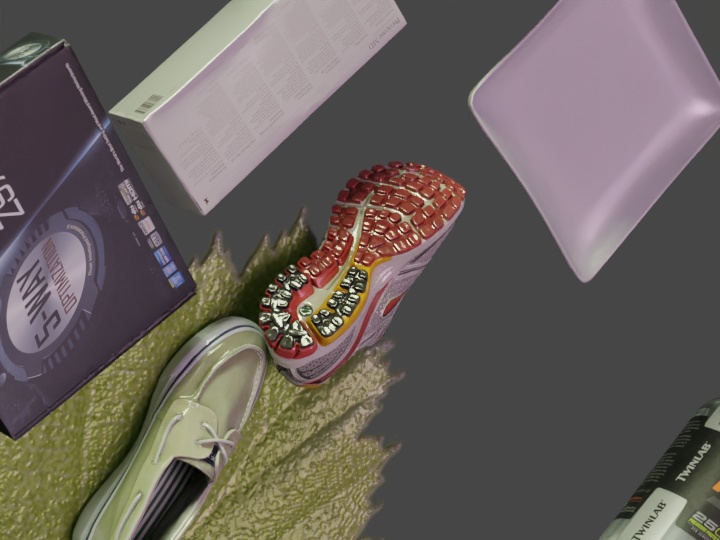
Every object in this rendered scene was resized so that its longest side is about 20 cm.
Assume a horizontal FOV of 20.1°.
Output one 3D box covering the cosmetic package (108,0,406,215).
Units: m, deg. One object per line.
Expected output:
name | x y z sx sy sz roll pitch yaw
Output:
cosmetic package | -0.066 -0.134 1.338 0.200 0.051 0.083 -44 122 -20

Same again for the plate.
plate | 0.178 -0.127 1.542 0.200 0.032 0.200 -48 126 -17

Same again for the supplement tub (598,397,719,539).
supplement tub | 0.293 0.189 1.656 0.200 0.122 0.123 -50 126 -17

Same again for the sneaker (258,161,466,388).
sneaker | 0.000 0.000 1.422 0.200 0.078 0.082 -45 154 -26

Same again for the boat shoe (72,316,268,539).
boat shoe | -0.114 0.123 1.360 0.072 0.062 0.200 40 76 -37

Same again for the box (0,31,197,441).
box | -0.209 -0.022 1.261 0.160 0.043 0.200 -39 123 -24
